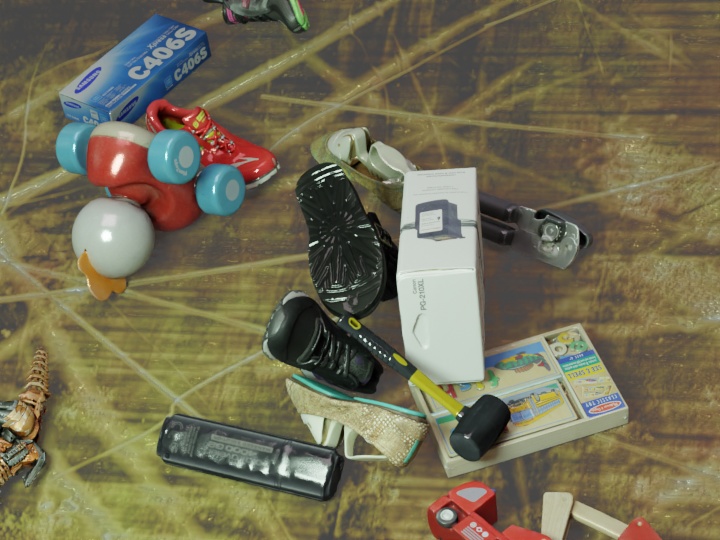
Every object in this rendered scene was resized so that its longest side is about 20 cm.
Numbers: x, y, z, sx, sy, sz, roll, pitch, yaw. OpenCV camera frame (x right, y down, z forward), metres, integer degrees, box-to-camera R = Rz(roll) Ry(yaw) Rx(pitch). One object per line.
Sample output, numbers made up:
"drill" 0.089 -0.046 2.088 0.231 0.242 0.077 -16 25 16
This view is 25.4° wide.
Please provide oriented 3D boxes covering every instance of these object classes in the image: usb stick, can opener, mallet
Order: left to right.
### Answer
"usb stick" -0.113 0.189 1.629 0.198 0.033 0.056 10 77 19
"mallet" 0.054 0.115 1.592 0.199 0.041 0.066 32 55 2
"can opener" 0.172 -0.057 1.849 0.199 0.054 0.067 23 19 29

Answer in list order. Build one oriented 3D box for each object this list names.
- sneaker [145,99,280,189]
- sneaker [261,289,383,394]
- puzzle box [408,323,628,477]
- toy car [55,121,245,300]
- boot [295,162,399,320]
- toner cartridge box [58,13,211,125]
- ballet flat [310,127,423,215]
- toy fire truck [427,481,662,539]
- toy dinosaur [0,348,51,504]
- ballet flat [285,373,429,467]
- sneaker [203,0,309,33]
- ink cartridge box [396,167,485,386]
"sneaker" -0.191 -0.158 1.972 0.199 0.085 0.077 20 51 27
"sneaker" -0.029 0.078 1.628 0.087 0.200 0.076 22 84 23
"puzzle box" 0.161 0.132 1.657 0.198 0.026 0.133 -16 44 -8
"toy car" -0.267 -0.054 1.858 0.183 0.177 0.201 8 73 35
"boot" 0.002 -0.001 1.731 0.079 0.158 0.212 -20 50 9
"toner cartridge box" -0.298 -0.262 2.129 0.094 0.043 0.200 21 51 29
"ballet flat" 0.011 -0.135 1.932 0.070 0.071 0.200 -33 48 -24
"toy fire truck" 0.175 0.253 1.511 0.141 0.049 0.200 -33 48 -24
"toy dinosaur" -0.383 0.168 1.677 0.135 0.103 0.200 20 30 7
"ballet flat" -0.015 0.155 1.623 0.199 0.070 0.066 13 84 49
"sneaker" -0.146 -0.363 2.204 0.199 0.077 0.084 31 72 38
"ink cartridge box" 0.088 0.005 1.692 0.084 0.146 0.201 -3 34 7
